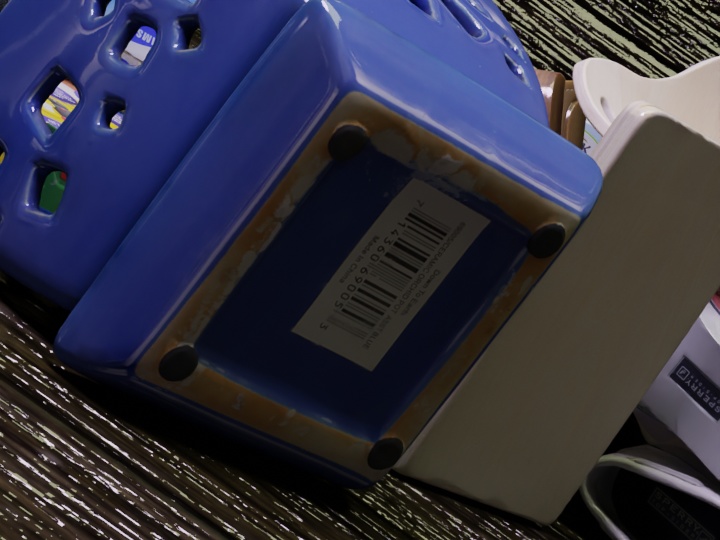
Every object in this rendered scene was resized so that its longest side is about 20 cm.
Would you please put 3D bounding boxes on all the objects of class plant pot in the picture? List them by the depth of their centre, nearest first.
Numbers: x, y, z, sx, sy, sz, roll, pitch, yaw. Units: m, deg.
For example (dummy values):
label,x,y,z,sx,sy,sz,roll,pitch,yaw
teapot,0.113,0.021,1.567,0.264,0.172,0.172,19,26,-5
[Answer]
label,x,y,z,sx,sy,sz,roll,pitch,yaw
plant pot,-0.033,-0.038,1.097,0.199,0.200,0.180,28,16,-40

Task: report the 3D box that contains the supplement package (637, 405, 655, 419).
label,x,y,z,sx,sy,sz,roll,pitch,yaw
supplement package,0.252,0.082,1.503,0.200,0.117,0.117,40,-28,38

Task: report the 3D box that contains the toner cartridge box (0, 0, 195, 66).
label,x,y,z,sx,sy,sz,roll,pitch,yaw
toner cartridge box,-0.160,-0.129,1.375,0.095,0.043,0.200,28,-11,-21

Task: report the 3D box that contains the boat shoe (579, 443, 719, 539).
label,x,y,z,sx,sy,sz,roll,pitch,yaw
boat shoe,0.186,0.153,1.323,0.200,0.074,0.065,32,16,33

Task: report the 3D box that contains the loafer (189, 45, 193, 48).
label,x,y,z,sx,sy,sz,roll,pitch,yaw
loafer,-0.106,-0.092,1.527,0.199,0.068,0.076,33,6,-10

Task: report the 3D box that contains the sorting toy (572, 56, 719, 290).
label,x,y,z,sx,sy,sz,roll,pitch,yaw
sorting toy,0.189,-0.041,1.411,0.180,0.107,0.200,29,18,-42

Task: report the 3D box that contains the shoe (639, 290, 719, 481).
label,x,y,z,sx,sy,sz,roll,pitch,yaw
shoe,0.175,0.048,1.375,0.200,0.072,0.091,48,16,27

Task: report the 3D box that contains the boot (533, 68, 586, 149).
label,x,y,z,sx,sy,sz,roll,pitch,yaw
boot,0.038,-0.072,1.467,0.154,0.077,0.200,5,-4,13

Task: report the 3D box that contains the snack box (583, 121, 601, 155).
label,x,y,z,sx,sy,sz,roll,pitch,yaw
snack box,0.097,-0.032,1.645,0.199,0.143,0.053,26,3,-8

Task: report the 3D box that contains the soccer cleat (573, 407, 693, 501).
label,x,y,z,sx,sy,sz,roll,pitch,yaw
soccer cleat,0.135,0.101,1.444,0.199,0.069,0.073,28,-14,-14

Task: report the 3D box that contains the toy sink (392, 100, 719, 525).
label,x,y,z,sx,sy,sz,roll,pitch,yaw
toy sink,0.076,-0.002,1.277,0.130,0.201,0.112,23,14,-50

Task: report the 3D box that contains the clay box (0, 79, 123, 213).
label,x,y,z,sx,sy,sz,roll,pitch,yaw
clay box,-0.136,-0.059,1.298,0.115,0.048,0.200,30,10,-27
